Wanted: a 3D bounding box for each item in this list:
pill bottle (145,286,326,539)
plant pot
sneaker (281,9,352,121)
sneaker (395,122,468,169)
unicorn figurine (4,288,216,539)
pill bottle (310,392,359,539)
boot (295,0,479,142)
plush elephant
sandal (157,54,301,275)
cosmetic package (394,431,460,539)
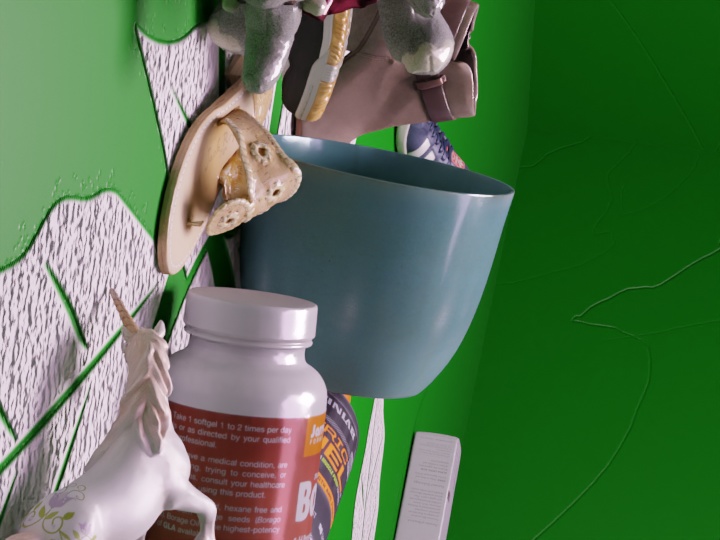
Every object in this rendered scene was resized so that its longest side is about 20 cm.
[{"bbox_3d":[-0.080,0.116,1.065,0.112,0.111,0.202,-24,121,-79],"label":"pill bottle"},{"bbox_3d":[0.000,0.000,1.225,0.201,0.198,0.163,-36,138,-77],"label":"plant pot"},{"bbox_3d":[-0.045,-0.199,1.094,0.076,0.087,0.202,-84,180,-68],"label":"sneaker"},{"bbox_3d":[0.087,-0.140,1.964,0.075,0.084,0.201,-72,166,-46],"label":"sneaker"},{"bbox_3d":[-0.128,0.120,0.881,0.200,0.073,0.139,-58,145,-55],"label":"unicorn figurine"},{"bbox_3d":[-0.061,0.143,1.232,0.201,0.105,0.107,-69,164,-56],"label":"pill bottle"},{"bbox_3d":[0.024,-0.143,1.374,0.070,0.145,0.202,-68,164,-61],"label":"boot"},{"bbox_3d":[-0.038,-0.176,0.954,0.155,0.163,0.202,-57,156,-49],"label":"plush elephant"},{"bbox_3d":[-0.070,-0.075,1.096,0.213,0.069,0.078,-71,166,-49],"label":"sandal"},{"bbox_3d":[0.101,0.355,2.527,0.102,0.073,0.202,74,24,-67],"label":"cosmetic package"}]
